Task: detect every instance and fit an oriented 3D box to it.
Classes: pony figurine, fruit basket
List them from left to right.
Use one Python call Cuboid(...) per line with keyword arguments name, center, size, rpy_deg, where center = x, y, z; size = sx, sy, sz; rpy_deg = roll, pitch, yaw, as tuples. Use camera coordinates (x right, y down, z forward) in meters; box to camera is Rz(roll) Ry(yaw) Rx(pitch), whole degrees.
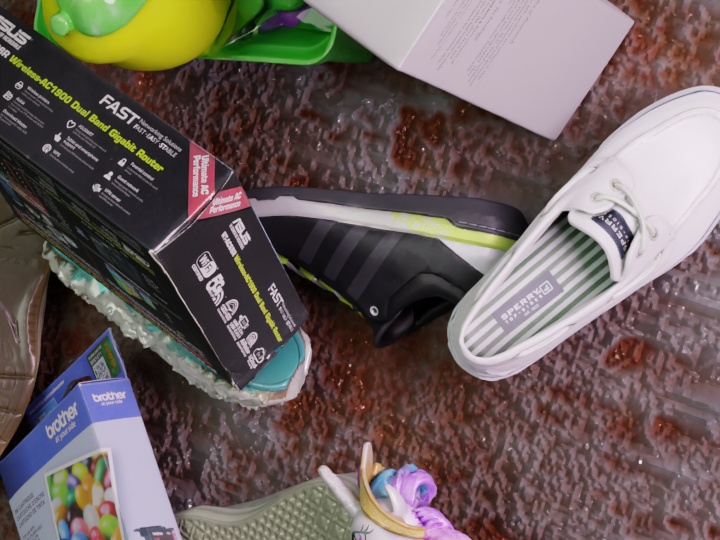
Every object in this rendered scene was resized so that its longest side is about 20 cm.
Cuboid(name="fruit basket", center=(-0.100, -0.176, 1.234), size=(0.215, 0.216, 0.156), rpy_deg=(6, 84, 28))
Cuboid(name="pony figurine", center=(0.044, 0.204, 1.114), size=(0.193, 0.167, 0.200), rpy_deg=(18, 97, 21))

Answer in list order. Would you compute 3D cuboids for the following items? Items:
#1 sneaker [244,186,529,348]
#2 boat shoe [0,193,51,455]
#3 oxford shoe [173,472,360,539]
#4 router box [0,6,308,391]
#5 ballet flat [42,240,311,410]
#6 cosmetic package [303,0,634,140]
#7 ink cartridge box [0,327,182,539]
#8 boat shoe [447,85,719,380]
Cuboid(name="sneaker", center=(0.000, 0.000, 1.227), size=(0.200, 0.072, 0.083), rpy_deg=(3, 85, 28))
Cuboid(name="boat shoe", center=(-0.227, 0.037, 1.348), size=(0.072, 0.065, 0.200), rpy_deg=(15, 88, -7))
Cuboid(name="oxford shoe", center=(-0.053, 0.158, 1.243), size=(0.200, 0.058, 0.075), rpy_deg=(-24, 80, 38))
Cuboid(name="router box", center=(-0.131, -0.040, 1.202), size=(0.200, 0.150, 0.062), rpy_deg=(36, 74, 30))
Cuboid(name="ballet flat", center=(-0.100, 0.026, 1.284), size=(0.200, 0.072, 0.072), rpy_deg=(34, 98, 29))
Cuboid(name="cosmetic package", center=(0.048, -0.142, 1.151), size=(0.108, 0.200, 0.085), rpy_deg=(39, 102, 25))
Cuboid(name="ink cartridge box", center=(-0.153, 0.147, 1.278), size=(0.119, 0.042, 0.200), rpy_deg=(-41, 60, 46))
Cuboid(name="boat shoe", center=(0.128, -0.015, 1.144), size=(0.074, 0.067, 0.200), rpy_deg=(43, 93, 2))
